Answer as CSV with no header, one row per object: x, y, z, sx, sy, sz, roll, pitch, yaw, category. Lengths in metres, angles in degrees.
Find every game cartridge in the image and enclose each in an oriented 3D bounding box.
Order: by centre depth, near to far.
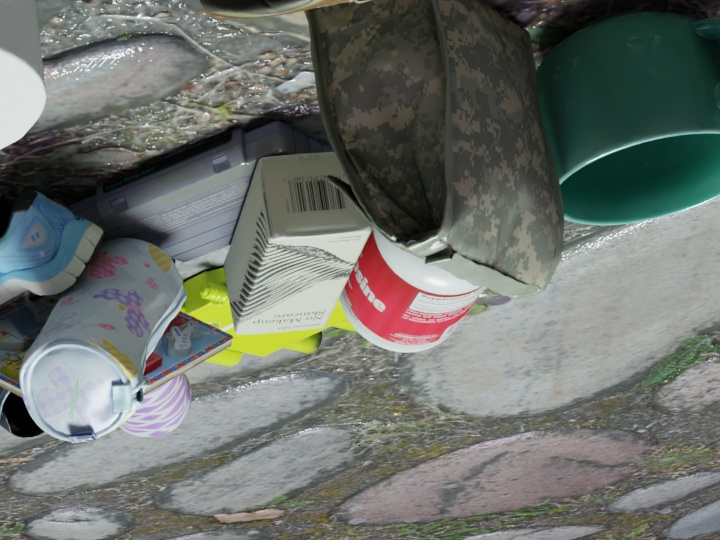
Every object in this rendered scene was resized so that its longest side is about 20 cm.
-0.112,-0.057,1.655,0.199,0.039,0.130,-20,153,26,game cartridge

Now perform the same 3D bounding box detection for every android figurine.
-0.087,0.037,1.900,0.182,0.041,0.200,-24,157,33,android figurine

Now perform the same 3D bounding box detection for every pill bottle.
0.055,-0.019,1.714,0.112,0.113,0.200,-3,158,-15,pill bottle

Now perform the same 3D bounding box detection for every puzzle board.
-0.214,0.054,1.685,0.150,0.017,0.200,25,-152,23,puzzle board

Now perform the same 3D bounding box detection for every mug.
0.210,-0.119,1.518,0.184,0.115,0.152,-15,158,10,mug

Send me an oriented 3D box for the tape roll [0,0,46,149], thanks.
-0.298,-0.130,1.334,0.202,0.071,0.203,-8,159,-3,tape roll

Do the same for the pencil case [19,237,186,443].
-0.188,0.047,1.593,0.090,0.083,0.200,-9,-158,10,pencil case

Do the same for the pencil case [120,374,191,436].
-0.201,0.084,1.907,0.084,0.086,0.200,-3,160,2,pencil case

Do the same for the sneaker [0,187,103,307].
-0.286,-0.024,1.636,0.200,0.079,0.090,-17,128,40,sneaker

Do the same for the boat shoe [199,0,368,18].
-0.001,-0.192,1.298,0.199,0.076,0.074,-14,162,14,boat shoe

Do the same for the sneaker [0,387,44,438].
-0.325,0.119,1.941,0.075,0.085,0.200,10,152,-41,sneaker

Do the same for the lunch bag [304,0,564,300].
0.054,-0.081,1.431,0.117,0.201,0.164,-20,157,25,lunch bag

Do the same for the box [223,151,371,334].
-0.051,-0.018,1.642,0.082,0.069,0.200,-5,158,-12,box
